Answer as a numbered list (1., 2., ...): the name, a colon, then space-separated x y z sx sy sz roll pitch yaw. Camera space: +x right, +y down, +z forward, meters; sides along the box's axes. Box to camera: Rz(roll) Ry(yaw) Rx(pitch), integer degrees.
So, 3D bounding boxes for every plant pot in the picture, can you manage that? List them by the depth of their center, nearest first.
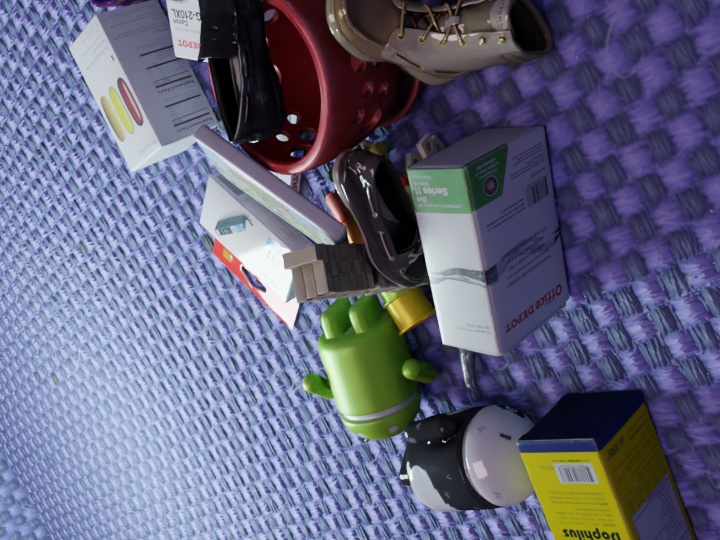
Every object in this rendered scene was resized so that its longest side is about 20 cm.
1. plant pot: -0.044 -0.229 1.010 0.199 0.181 0.203 25 129 34

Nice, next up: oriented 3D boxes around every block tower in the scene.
1. block tower: 0.000 0.000 1.048 0.053 0.198 0.059 -17 80 39

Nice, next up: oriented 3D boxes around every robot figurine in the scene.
1. robot figurine: 0.137 0.234 1.141 0.199 0.149 0.127 -22 81 49
2. robot figurine: 0.013 0.133 1.214 0.173 0.116 0.203 -12 105 23

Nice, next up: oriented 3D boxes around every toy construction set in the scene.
1. toy construction set: 0.050 -0.105 1.066 0.199 0.091 0.133 5 116 57

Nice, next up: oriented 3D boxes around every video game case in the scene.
1. video game case: -0.098 -0.086 1.079 0.199 0.022 0.182 36 175 5

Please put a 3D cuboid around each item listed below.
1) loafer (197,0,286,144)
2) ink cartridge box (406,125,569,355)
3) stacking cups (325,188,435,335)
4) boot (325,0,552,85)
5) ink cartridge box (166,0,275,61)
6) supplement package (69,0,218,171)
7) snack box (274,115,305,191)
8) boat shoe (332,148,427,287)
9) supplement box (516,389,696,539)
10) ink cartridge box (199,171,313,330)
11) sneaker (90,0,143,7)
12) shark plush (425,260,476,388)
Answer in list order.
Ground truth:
1. loafer: -0.130 -0.227 0.910 0.067 0.070 0.204 3 114 47
2. ink cartridge box: 0.139 -0.034 0.962 0.082 0.146 0.203 5 115 44
3. stacking cups: 0.018 -0.015 1.164 0.201 0.060 0.060 55 140 6
4. boot: 0.078 -0.239 0.882 0.153 0.198 0.073 0 81 44
5. ink cartridge box: -0.175 -0.366 1.142 0.143 0.084 0.203 19 125 39
6. supplement package: -0.314 -0.267 1.326 0.113 0.109 0.202 -23 96 50
7. snack box: -0.107 -0.180 1.227 0.072 0.024 0.202 34 134 29
8. boat shoe: 0.035 -0.049 0.996 0.056 0.067 0.201 6 143 39
9. supplement box: 0.275 0.250 1.014 0.109 0.108 0.203 -13 102 48
10. ink cartridge box: -0.161 -0.023 1.362 0.199 0.044 0.178 41 135 23
11. sneaker: -0.323 -0.424 1.262 0.199 0.088 0.081 -32 88 49
12. shark plush: 0.108 0.046 1.082 0.090 0.083 0.203 18 127 26
